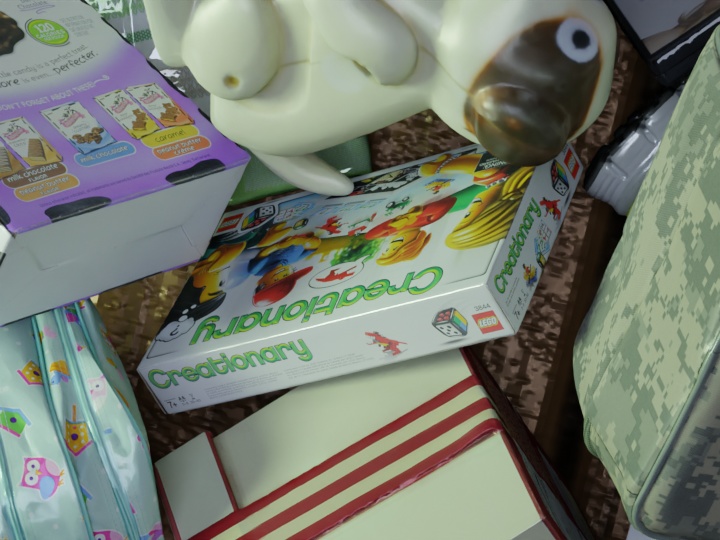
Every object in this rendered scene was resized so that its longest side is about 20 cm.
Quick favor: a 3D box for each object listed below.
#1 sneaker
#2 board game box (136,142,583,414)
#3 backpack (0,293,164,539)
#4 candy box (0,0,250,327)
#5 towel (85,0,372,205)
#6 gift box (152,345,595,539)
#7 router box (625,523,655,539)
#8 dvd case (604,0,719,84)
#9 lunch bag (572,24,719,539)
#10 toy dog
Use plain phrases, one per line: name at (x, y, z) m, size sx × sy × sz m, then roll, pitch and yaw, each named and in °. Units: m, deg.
sneaker at (0.207, -0.084, 1.312) m, size 0.200 × 0.078 × 0.090 m, roll -44°, pitch 92°, yaw 12°
board game box at (0.000, 0.000, 1.282) m, size 0.200 × 0.126 × 0.035 m, roll -15°, pitch 121°, yaw 31°
backpack at (-0.167, 0.081, 1.283) m, size 0.126 × 0.200 × 0.167 m, roll -22°, pitch 124°, yaw -5°
candy box at (-0.182, -0.075, 1.295) m, size 0.200 × 0.168 × 0.072 m, roll 44°, pitch 126°, yaw 21°
towel at (-0.082, -0.132, 1.374) m, size 0.149 × 0.031 × 0.201 m, roll -12°, pitch 88°, yaw 9°
gift box at (0.022, 0.167, 1.265) m, size 0.186 × 0.185 × 0.200 m, roll -30°, pitch 126°, yaw 5°
router box at (0.171, 0.222, 1.239) m, size 0.049 × 0.179 × 0.201 m, roll 16°, pitch 93°, yaw 43°
dvd case at (0.210, -0.166, 1.267) m, size 0.200 × 0.143 × 0.018 m, roll -34°, pitch 107°, yaw 7°
lunch bag at (0.177, 0.001, 1.170) m, size 0.139 × 0.168 × 0.200 m, roll 8°, pitch 121°, yaw -24°
toy dog at (0.018, -0.107, 1.231) m, size 0.200 × 0.140 × 0.194 m, roll 8°, pitch 117°, yaw 22°
